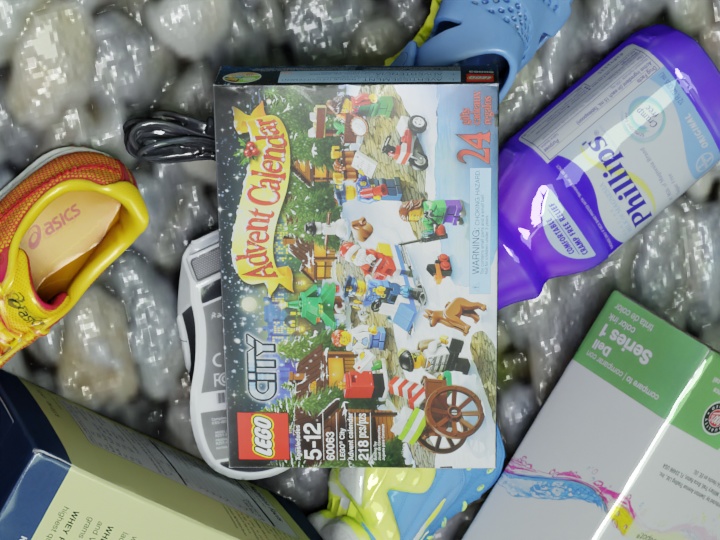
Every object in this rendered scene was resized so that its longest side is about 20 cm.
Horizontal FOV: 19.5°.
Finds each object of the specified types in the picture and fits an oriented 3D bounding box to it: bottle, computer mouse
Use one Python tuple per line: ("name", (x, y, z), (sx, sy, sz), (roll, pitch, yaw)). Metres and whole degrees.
("bottle", (0.111, -0.043, 1.124), (0.200, 0.065, 0.084), (-40, 117, -6))
("computer mouse", (-0.063, 0.011, 1.085), (0.109, 0.044, 0.201), (-6, 110, -15))

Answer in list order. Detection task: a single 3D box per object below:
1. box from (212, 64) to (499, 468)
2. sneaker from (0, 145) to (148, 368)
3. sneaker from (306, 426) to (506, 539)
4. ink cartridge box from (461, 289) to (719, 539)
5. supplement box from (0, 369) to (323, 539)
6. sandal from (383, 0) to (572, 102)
("box", (0.000, 0.000, 1.032), (0.136, 0.038, 0.201), (-1, 110, 2))
("sneaker", (-0.188, 0.018, 1.024), (0.200, 0.077, 0.073), (-47, 118, 0))
("sneaker", (0.028, 0.130, 1.141), (0.105, 0.076, 0.201), (7, 103, -23))
("ink cartridge box", (0.152, 0.133, 1.164), (0.145, 0.084, 0.200), (28, 95, -45))
("supplement box", (-0.138, 0.189, 1.062), (0.199, 0.134, 0.200), (27, 95, -25))
("sandal", (0.062, -0.114, 1.074), (0.079, 0.087, 0.200), (33, 91, -24))
